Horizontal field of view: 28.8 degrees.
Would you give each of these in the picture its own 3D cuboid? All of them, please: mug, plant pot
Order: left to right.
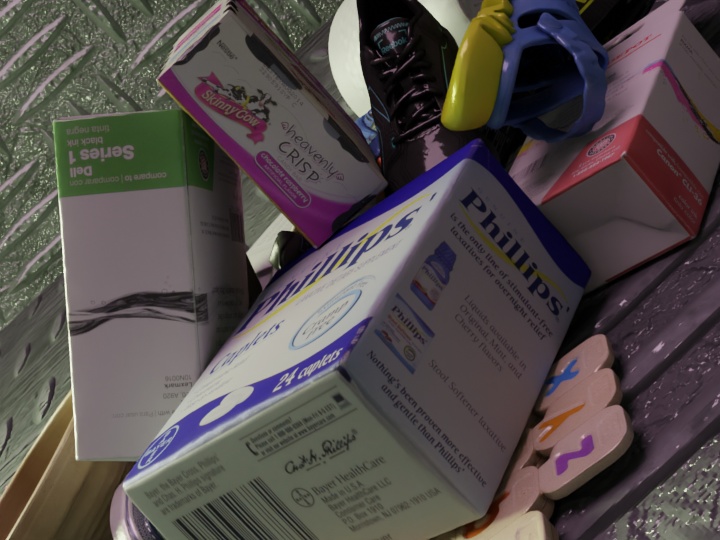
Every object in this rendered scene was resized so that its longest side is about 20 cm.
[{"bbox_3d":[-0.205,0.180,0.992,0.201,0.092,0.201,-54,14,20],"label":"plant pot"},{"bbox_3d":[0.096,-0.202,1.139,0.199,0.148,0.175,-10,-6,-25],"label":"mug"}]

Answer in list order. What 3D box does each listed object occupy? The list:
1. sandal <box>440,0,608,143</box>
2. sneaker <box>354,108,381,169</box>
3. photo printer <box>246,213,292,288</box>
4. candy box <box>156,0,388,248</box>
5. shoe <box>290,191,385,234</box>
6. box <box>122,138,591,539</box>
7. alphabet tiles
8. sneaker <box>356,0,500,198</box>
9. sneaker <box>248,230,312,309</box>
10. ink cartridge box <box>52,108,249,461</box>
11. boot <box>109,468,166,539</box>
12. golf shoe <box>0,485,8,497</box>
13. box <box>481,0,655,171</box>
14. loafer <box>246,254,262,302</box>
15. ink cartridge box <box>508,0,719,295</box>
[{"bbox_3d":[0.105,-0.129,0.825,0.200,0.087,0.080,-67,-7,-52],"label":"sandal"},{"bbox_3d":[0.045,-0.097,0.997,0.079,0.075,0.200,-50,14,6],"label":"sneaker"},{"bbox_3d":[-0.012,-0.035,1.181,0.167,0.069,0.200,-51,16,-30],"label":"photo printer"},{"bbox_3d":[-0.056,-0.102,0.878,0.061,0.136,0.200,-42,13,6],"label":"candy box"},{"bbox_3d":[-0.042,0.000,1.048,0.053,0.070,0.200,-13,-34,-36],"label":"shoe"},{"bbox_3d":[0.002,0.055,0.741,0.184,0.105,0.200,-31,16,40],"label":"box"},{"bbox_3d":[0.050,0.113,0.680,0.195,0.015,0.200,-39,14,16],"label":"alphabet tiles"},{"bbox_3d":[0.030,-0.103,0.861,0.075,0.079,0.200,-25,44,12],"label":"sneaker"},{"bbox_3d":[0.000,0.000,0.955,0.200,0.111,0.077,-43,14,-1],"label":"sneaker"},{"bbox_3d":[-0.121,0.012,0.858,0.084,0.201,0.146,-4,-2,8],"label":"ink cartridge box"},{"bbox_3d":[-0.101,0.125,0.948,0.090,0.073,0.200,-44,12,22],"label":"boot"},{"bbox_3d":[-0.253,0.202,1.110,0.200,0.092,0.075,-38,13,23],"label":"golf shoe"},{"bbox_3d":[0.152,-0.163,1.016,0.193,0.047,0.200,-49,-8,-17],"label":"box"},{"bbox_3d":[-0.112,0.017,1.136,0.200,0.073,0.072,163,113,-72],"label":"loafer"},{"bbox_3d":[0.156,-0.076,0.837,0.116,0.068,0.200,-31,20,41],"label":"ink cartridge box"}]
